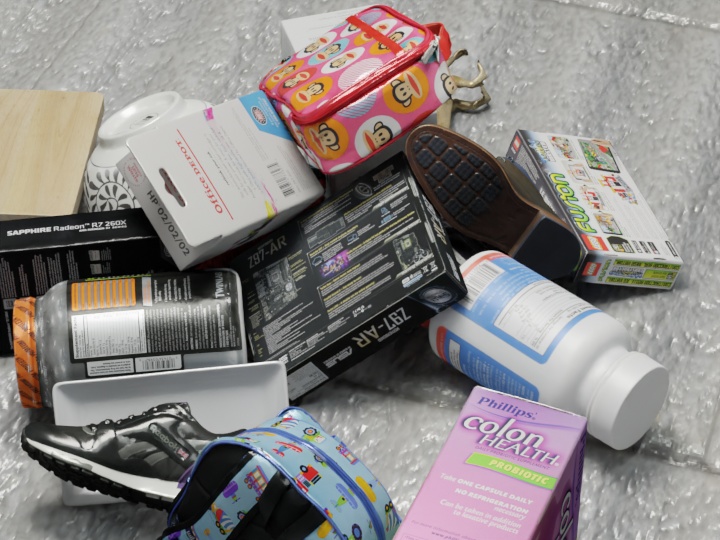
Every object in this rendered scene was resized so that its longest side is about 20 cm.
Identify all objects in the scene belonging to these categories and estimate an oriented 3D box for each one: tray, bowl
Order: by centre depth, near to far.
[{"bbox_3d":[-0.158,0.138,1.664,0.199,0.108,0.022,-5,6,-5],"label":"tray"},{"bbox_3d":[-0.194,-0.111,1.878,0.200,0.095,0.201,-22,23,10],"label":"bowl"}]

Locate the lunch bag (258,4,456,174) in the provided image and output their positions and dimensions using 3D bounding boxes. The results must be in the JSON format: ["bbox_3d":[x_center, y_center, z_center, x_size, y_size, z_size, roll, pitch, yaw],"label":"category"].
[{"bbox_3d":[0.007,-0.176,1.803,0.176,0.082,0.200,-33,23,-5],"label":"lunch bag"}]

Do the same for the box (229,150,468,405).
[{"bbox_3d":[-0.015,0.006,1.755,0.199,0.044,0.161,-33,45,14],"label":"box"}]

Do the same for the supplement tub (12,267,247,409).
[{"bbox_3d":[-0.201,0.065,1.715,0.199,0.123,0.123,-4,41,-4],"label":"supplement tub"}]

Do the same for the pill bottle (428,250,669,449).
[{"bbox_3d":[0.166,0.074,1.710,0.200,0.113,0.112,33,51,31],"label":"pill bottle"}]

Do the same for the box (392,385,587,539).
[{"bbox_3d":[0.094,0.226,1.487,0.096,0.177,0.200,14,42,17],"label":"box"}]

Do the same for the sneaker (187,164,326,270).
[{"bbox_3d":[-0.123,-0.060,1.891,0.199,0.080,0.095,-30,47,-30],"label":"sneaker"}]

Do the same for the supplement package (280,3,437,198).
[{"bbox_3d":[-0.002,-0.165,1.986,0.113,0.110,0.200,-12,42,-12],"label":"supplement package"}]

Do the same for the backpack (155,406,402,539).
[{"bbox_3d":[-0.047,0.190,1.485,0.183,0.200,0.134,44,54,13],"label":"backpack"}]

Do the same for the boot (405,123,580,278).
[{"bbox_3d":[0.113,-0.073,1.795,0.075,0.200,0.097,-46,19,12],"label":"boot"}]

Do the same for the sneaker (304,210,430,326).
[{"bbox_3d":[0.000,0.000,1.842,0.115,0.079,0.200,-20,36,-4],"label":"sneaker"}]

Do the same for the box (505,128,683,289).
[{"bbox_3d":[0.225,-0.062,1.898,0.109,0.035,0.200,5,37,-23],"label":"box"}]

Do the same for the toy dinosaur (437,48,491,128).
[{"bbox_3d":[0.086,-0.179,2.058,0.101,0.058,0.200,-24,36,-4],"label":"toy dinosaur"}]

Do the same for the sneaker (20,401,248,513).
[{"bbox_3d":[-0.180,0.147,1.627,0.199,0.076,0.088,18,72,-3],"label":"sneaker"}]

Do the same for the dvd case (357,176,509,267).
[{"bbox_3d":[0.111,-0.050,1.864,0.199,0.016,0.149,-7,40,-43],"label":"dvd case"}]

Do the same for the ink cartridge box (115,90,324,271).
[{"bbox_3d":[-0.135,-0.077,1.735,0.200,0.068,0.116,-26,82,-52],"label":"ink cartridge box"}]

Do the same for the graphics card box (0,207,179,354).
[{"bbox_3d":[-0.256,0.009,1.777,0.199,0.126,0.051,-6,40,-5],"label":"graphics card box"}]

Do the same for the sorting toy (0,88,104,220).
[{"bbox_3d":[-0.364,-0.094,1.939,0.197,0.070,0.201,2,41,3],"label":"sorting toy"}]
